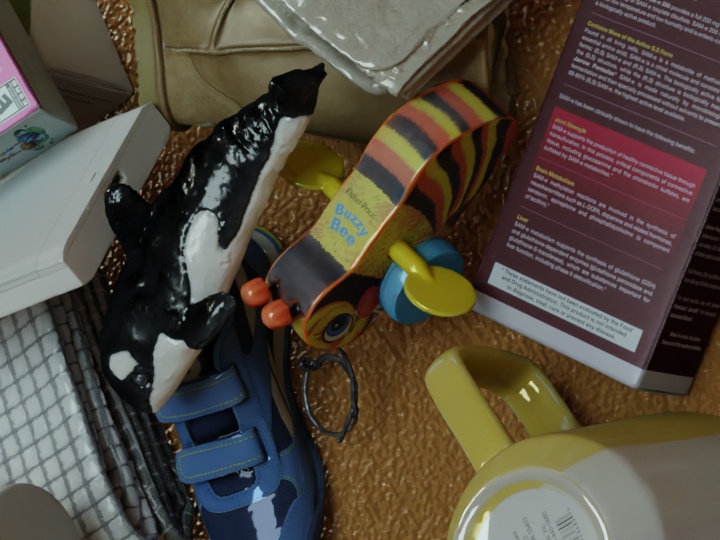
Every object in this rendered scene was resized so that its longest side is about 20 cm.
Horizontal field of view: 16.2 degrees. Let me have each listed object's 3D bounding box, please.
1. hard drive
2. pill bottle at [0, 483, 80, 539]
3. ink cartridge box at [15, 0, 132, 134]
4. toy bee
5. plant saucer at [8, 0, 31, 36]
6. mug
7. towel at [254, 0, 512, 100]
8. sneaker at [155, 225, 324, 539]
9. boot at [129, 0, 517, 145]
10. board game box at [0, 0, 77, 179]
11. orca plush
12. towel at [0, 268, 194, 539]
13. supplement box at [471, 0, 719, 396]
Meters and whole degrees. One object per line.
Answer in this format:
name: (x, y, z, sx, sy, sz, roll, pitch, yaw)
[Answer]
hard drive: (-0.201, -0.013, 1.345, 0.199, 0.026, 0.132, -19, 31, 33)
pill bottle: (-0.244, 0.169, 1.325, 0.199, 0.111, 0.112, -16, 75, 32)
ink cartridge box: (-0.249, -0.114, 1.476, 0.199, 0.083, 0.147, -35, 67, 24)
toy bee: (0.000, 0.000, 1.247, 0.130, 0.108, 0.202, 19, 102, 37)
plant saucer: (-0.271, -0.137, 1.426, 0.199, 0.031, 0.202, -5, 80, 32)
mug: (0.100, 0.131, 1.177, 0.186, 0.153, 0.151, 19, 95, 33)
towel: (-0.008, -0.183, 1.260, 0.132, 0.035, 0.200, -42, 72, -13)
sneaker: (-0.074, 0.071, 1.340, 0.074, 0.082, 0.202, -18, 75, 27)
boot: (-0.021, -0.148, 1.309, 0.198, 0.066, 0.177, 3, 113, 23)
board game box: (-0.275, -0.089, 1.352, 0.199, 0.064, 0.148, -33, 80, 9)
orca plush: (-0.090, -0.023, 1.241, 0.200, 0.071, 0.106, -56, 21, 35)
towel: (-0.192, 0.098, 1.415, 0.165, 0.085, 0.201, -32, 69, 27)
supplement box: (0.140, -0.053, 1.230, 0.108, 0.061, 0.201, 26, 99, 33)
